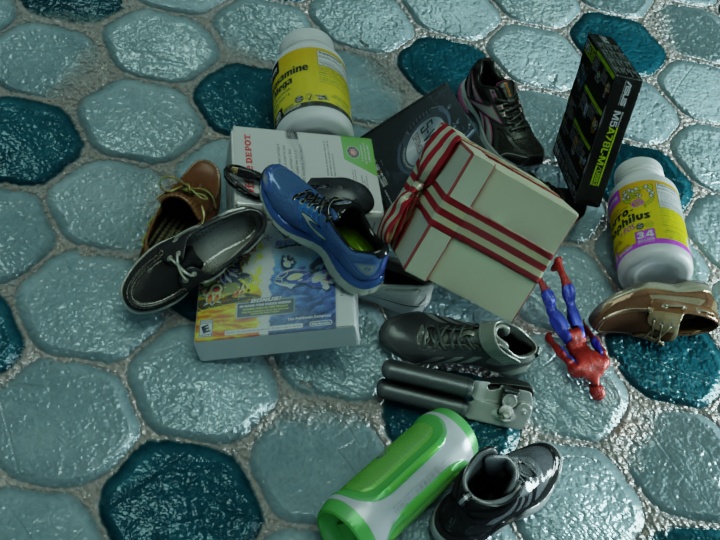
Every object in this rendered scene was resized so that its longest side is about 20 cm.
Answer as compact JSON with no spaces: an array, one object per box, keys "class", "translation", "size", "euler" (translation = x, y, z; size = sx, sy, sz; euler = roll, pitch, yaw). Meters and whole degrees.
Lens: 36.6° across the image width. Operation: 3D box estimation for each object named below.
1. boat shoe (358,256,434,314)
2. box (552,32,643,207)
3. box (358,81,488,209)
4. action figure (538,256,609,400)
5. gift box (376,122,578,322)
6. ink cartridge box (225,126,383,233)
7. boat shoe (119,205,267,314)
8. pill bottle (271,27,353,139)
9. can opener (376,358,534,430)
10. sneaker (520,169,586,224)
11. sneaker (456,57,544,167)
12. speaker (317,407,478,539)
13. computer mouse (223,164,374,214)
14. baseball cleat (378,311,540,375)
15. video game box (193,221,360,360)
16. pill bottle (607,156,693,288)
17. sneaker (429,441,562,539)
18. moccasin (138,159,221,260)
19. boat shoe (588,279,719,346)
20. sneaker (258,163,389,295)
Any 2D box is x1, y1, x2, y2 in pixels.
[{"class":"boat shoe","translation":[0.000,0.000,1.416],"size":[0.198,0.066,0.072],"euler":[20,49,1]},{"class":"box","translation":[0.337,-0.219,1.569],"size":[0.047,0.195,0.200],"euler":[12,27,-7]},{"class":"box","translation":[0.100,-0.142,1.520],"size":[0.159,0.044,0.201],"euler":[-31,58,10]},{"class":"action figure","translation":[0.279,0.081,1.440],"size":[0.065,0.052,0.201],"euler":[-10,60,-16]},{"class":"gift box","translation":[0.127,-0.065,1.364],"size":[0.186,0.186,0.200],"euler":[27,9,-19]},{"class":"ink cartridge box","translation":[-0.080,-0.109,1.471],"size":[0.198,0.084,0.146],"euler":[3,51,-14]},{"class":"boat shoe","translation":[-0.198,-0.015,1.312],"size":[0.199,0.060,0.074],"euler":[-30,96,-18]},{"class":"pill bottle","translation":[-0.072,-0.253,1.575],"size":[0.111,0.113,0.201],"euler":[3,50,-13]},{"class":"can opener","translation":[0.118,0.151,1.344],"size":[0.198,0.053,0.067],"euler":[12,15,-8]},{"class":"sneaker","translation":[0.245,-0.101,1.552],"size":[0.198,0.088,0.076],"euler":[-7,53,-21]},{"class":"sneaker","translation":[0.214,-0.244,1.663],"size":[0.080,0.087,0.201],"euler":[-20,60,-27]},{"class":"speaker","translation":[0.044,0.239,1.219],"size":[0.088,0.089,0.200],"euler":[41,52,18]},{"class":"computer mouse","translation":[-0.077,-0.109,1.394],"size":[0.198,0.034,0.059],"euler":[10,54,-9]},{"class":"baseball cleat","translation":[0.125,0.081,1.357],"size":[0.198,0.107,0.070],"euler":[8,68,-6]},{"class":"video game box","translation":[-0.101,0.017,1.350],"size":[0.198,0.047,0.183],"euler":[-6,48,5]},{"class":"pill bottle","translation":[0.410,-0.067,1.560],"size":[0.103,0.105,0.201],"euler":[9,49,-8]},{"class":"sneaker","translation":[0.170,0.238,1.236],"size":[0.199,0.114,0.076],"euler":[-27,63,-32]},{"class":"moccasin","translation":[-0.233,-0.076,1.406],"size":[0.073,0.078,0.202],"euler":[23,49,7]},{"class":"boat shoe","translation":[0.404,0.062,1.474],"size":[0.198,0.076,0.072],"euler":[-8,56,-19]},{"class":"sneaker","translation":[-0.038,-0.066,1.303],"size":[0.200,0.089,0.078],"euler":[41,47,13]}]
